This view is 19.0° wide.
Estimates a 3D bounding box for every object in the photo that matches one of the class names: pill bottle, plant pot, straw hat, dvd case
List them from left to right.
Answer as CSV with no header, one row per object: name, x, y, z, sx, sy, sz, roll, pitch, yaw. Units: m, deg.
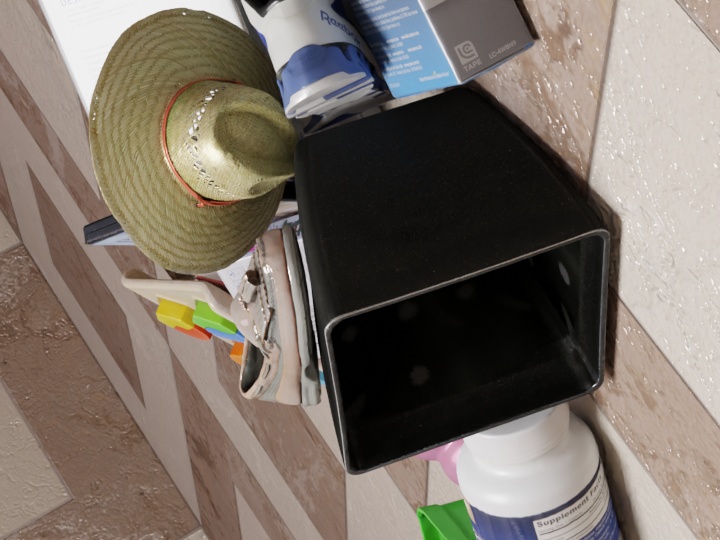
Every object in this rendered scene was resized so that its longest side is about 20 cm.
straw hat,-0.091,-0.091,1.520,0.085,0.201,0.202,3,125,43
dvd case,-0.097,-0.044,1.683,0.142,0.199,0.018,-18,78,41
plant pot,0.049,-0.006,1.508,0.201,0.198,0.178,82,167,-54
pill bottle,0.137,0.176,1.663,0.111,0.110,0.201,41,155,52

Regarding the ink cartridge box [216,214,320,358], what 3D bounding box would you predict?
ink cartridge box,0.000,0.000,1.683,0.042,0.198,0.120,-85,-27,-49

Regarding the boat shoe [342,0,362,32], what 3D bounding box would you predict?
boat shoe,-0.037,-0.250,1.565,0.086,0.074,0.203,51,172,41

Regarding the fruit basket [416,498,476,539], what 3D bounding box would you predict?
fruit basket,0.101,0.316,1.867,0.216,0.215,0.156,47,160,42

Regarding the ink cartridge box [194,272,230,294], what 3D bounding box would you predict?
ink cartridge box,-0.036,0.023,1.884,0.116,0.068,0.200,12,165,38

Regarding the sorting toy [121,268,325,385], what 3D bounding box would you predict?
sorting toy,-0.105,0.058,1.911,0.184,0.037,0.200,30,171,-27

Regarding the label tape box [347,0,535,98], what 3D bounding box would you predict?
label tape box,0.024,-0.219,1.416,0.201,0.066,0.143,65,166,-8

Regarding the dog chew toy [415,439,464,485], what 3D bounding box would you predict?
dog chew toy,0.062,0.097,1.774,0.200,0.124,0.125,48,162,14

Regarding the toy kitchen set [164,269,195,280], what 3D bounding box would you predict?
toy kitchen set,-0.132,-0.106,1.944,0.200,0.162,0.181,49,161,37

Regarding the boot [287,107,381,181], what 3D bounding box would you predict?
boot,-0.057,-0.156,1.734,0.201,0.095,0.074,61,165,2

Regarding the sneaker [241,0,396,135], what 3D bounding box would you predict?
sneaker,-0.030,-0.167,1.517,0.199,0.080,0.116,25,-136,-83

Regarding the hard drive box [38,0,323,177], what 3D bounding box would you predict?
hard drive box,-0.137,-0.159,1.656,0.077,0.155,0.201,-62,-45,-59

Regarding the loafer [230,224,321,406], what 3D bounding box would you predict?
loafer,-0.064,0.041,1.528,0.201,0.062,0.072,83,179,-57
